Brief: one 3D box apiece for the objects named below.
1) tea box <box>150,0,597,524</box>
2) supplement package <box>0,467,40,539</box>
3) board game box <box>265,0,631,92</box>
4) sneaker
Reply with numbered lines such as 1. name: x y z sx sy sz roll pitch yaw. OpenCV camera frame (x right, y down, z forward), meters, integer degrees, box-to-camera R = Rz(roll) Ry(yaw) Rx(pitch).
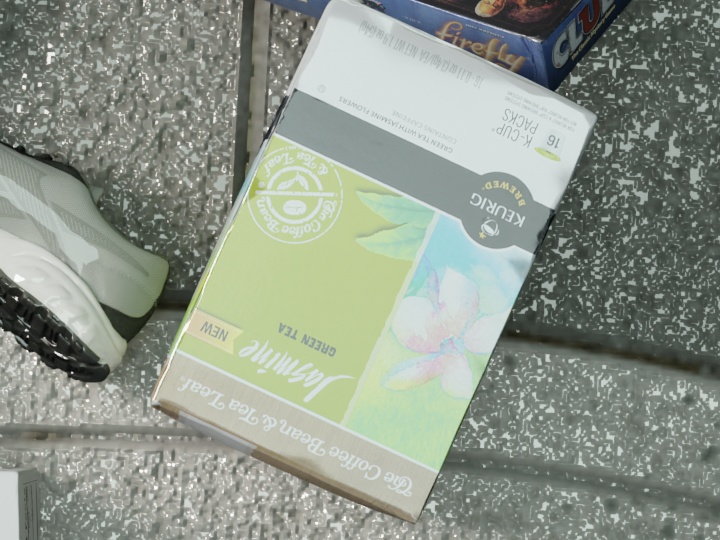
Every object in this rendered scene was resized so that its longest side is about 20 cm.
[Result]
1. tea box: 0.000 0.000 1.147 0.133 0.200 0.198 24 85 -2
2. supplement package: -0.253 0.173 1.168 0.198 0.111 0.157 -1 87 -4
3. board game box: 0.037 -0.162 1.166 0.199 0.035 0.136 21 53 28
4. sneaker: -0.179 -0.035 1.211 0.200 0.074 0.079 42 65 0
